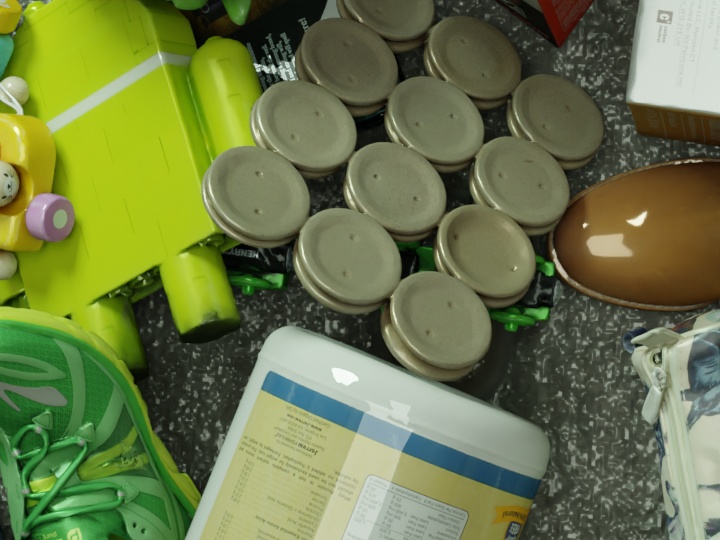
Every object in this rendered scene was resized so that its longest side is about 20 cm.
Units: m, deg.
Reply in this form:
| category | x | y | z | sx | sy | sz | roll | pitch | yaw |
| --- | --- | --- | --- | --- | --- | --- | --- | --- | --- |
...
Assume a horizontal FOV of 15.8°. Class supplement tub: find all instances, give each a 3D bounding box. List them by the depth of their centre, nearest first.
| category | x | y | z | sx | sy | sz | roll | pitch | yaw |
| --- | --- | --- | --- | --- | --- | --- | --- | --- | --- |
| supplement tub | -0.011 | 0.141 | 1.196 | 0.144 | 0.145 | 0.201 | 22 | 90 | 9 |

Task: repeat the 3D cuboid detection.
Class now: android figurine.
| category | x | y | z | sx | sy | sz | roll | pitch | yaw |
| --- | --- | --- | --- | --- | --- | --- | --- | --- | --- |
| android figurine | -0.119 | -0.050 | 1.242 | 0.182 | 0.041 | 0.201 | -30 | 69 | 32 |

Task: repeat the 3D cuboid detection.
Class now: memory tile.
| category | x | y | z | sx | sy | sz | roll | pitch | yaw |
| --- | --- | --- | --- | --- | --- | --- | --- | --- | --- |
| memory tile | 0.024 | -0.051 | 1.200 | 0.153 | 0.017 | 0.200 | 33 | 49 | -2 |

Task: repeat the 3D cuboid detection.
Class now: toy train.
| category | x | y | z | sx | sy | sz | roll | pitch | yaw |
| --- | --- | --- | --- | --- | --- | --- | --- | --- | --- |
| toy train | 0.000 | 0.000 | 1.249 | 0.199 | 0.056 | 0.042 | 8 | 85 | 11 |
| toy train | -0.214 | -0.051 | 1.256 | 0.150 | 0.056 | 0.201 | -21 | 76 | 38 |

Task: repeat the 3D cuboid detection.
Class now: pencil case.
| category | x | y | z | sx | sy | sz | roll | pitch | yaw |
| --- | --- | --- | --- | --- | --- | --- | --- | --- | --- |
| pencil case | 0.176 | 0.118 | 1.201 | 0.089 | 0.078 | 0.201 | -7 | 84 | -29 |

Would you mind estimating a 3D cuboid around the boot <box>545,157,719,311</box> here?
| category | x | y | z | sx | sy | sz | roll | pitch | yaw |
| --- | --- | --- | --- | --- | --- | --- | --- | --- | --- |
| boot | 0.179 | -0.025 | 1.174 | 0.199 | 0.155 | 0.074 | -5 | 85 | 8 |

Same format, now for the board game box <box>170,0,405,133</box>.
| category | x | y | z | sx | sy | sz | roll | pitch | yaw |
| --- | --- | --- | --- | --- | --- | --- | --- | --- | --- |
| board game box | -0.070 | -0.148 | 1.284 | 0.135 | 0.028 | 0.201 | -21 | 84 | 7 |

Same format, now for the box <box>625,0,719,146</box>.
| category | x | y | z | sx | sy | sz | roll | pitch | yaw |
| --- | --- | --- | --- | --- | --- | --- | --- | --- | --- |
| box | 0.229 | -0.101 | 1.189 | 0.199 | 0.124 | 0.098 | 9 | 87 | 9 |

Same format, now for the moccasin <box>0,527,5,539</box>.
| category | x | y | z | sx | sy | sz | roll | pitch | yaw |
| --- | --- | --- | --- | --- | --- | --- | --- | --- | --- |
| moccasin | -0.211 | 0.105 | 1.223 | 0.080 | 0.068 | 0.200 | -42 | 46 | -5 |

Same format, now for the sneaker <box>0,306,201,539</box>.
| category | x | y | z | sx | sy | sz | roll | pitch | yaw |
| --- | --- | --- | --- | --- | --- | --- | --- | --- | --- |
| sneaker | -0.132 | 0.095 | 1.201 | 0.074 | 0.084 | 0.200 | -17 | 125 | 27 |

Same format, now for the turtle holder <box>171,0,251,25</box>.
| category | x | y | z | sx | sy | sz | roll | pitch | yaw |
| --- | --- | --- | --- | --- | --- | --- | --- | --- | --- |
| turtle holder | -0.096 | -0.216 | 1.197 | 0.131 | 0.141 | 0.186 | 13 | 76 | -6 |

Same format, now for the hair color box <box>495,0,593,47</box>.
| category | x | y | z | sx | sy | sz | roll | pitch | yaw |
| --- | --- | --- | --- | --- | --- | --- | --- | --- | --- |
| hair color box | 0.062 | -0.167 | 1.180 | 0.101 | 0.200 | 0.061 | 36 | 91 | 10 |

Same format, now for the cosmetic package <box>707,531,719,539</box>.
| category | x | y | z | sx | sy | sz | roll | pitch | yaw |
| --- | --- | --- | --- | --- | --- | --- | --- | --- | --- |
| cosmetic package | 0.133 | 0.193 | 1.123 | 0.200 | 0.087 | 0.104 | -34 | 73 | 18 |
